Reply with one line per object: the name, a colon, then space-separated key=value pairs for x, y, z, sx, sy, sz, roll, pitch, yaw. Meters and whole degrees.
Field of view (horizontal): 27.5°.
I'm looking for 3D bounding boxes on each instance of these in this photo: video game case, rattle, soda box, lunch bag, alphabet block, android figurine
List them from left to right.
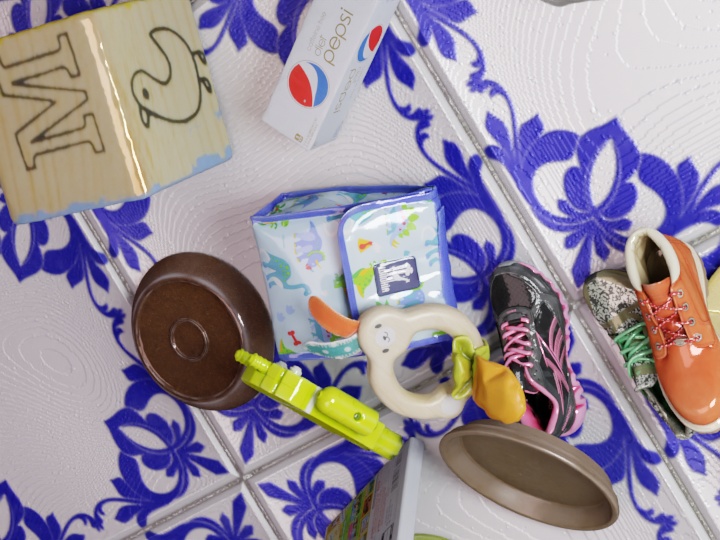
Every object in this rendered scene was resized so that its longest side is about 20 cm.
alphabet block: x=-0.287 y=-0.181 z=1.619 sx=0.196 sy=0.195 sz=0.200 roll=-10 pitch=103 yaw=28
android figurine: x=-0.050 y=0.144 z=1.619 sx=0.200 sy=0.182 sz=0.041 roll=33 pitch=81 yaw=-19
soda box: x=-0.028 y=-0.229 z=1.542 sx=0.068 sy=0.064 sz=0.200 roll=34 pitch=118 yaw=14
lunch bag: x=0.000 y=0.000 z=1.573 sx=0.200 sy=0.127 sz=0.170 roll=-4 pitch=107 yaw=18
video game case: x=0.006 y=0.305 z=1.628 sx=0.023 sy=0.200 sz=0.182 roll=32 pitch=121 yaw=-13
rattle: x=0.047 y=0.097 z=1.478 sx=0.200 sy=0.143 sz=0.130 roll=28 pitch=115 yaw=-24

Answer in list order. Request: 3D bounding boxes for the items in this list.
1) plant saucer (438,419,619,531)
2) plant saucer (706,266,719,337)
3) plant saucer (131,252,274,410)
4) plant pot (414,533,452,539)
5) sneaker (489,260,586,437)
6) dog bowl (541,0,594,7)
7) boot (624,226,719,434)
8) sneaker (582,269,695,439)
plant saucer: x=0.179 y=0.212 z=1.543 sx=0.200 sy=0.029 sz=0.200 roll=21 pitch=153 yaw=11
plant saucer: x=0.420 y=0.035 z=1.362 sx=0.200 sy=0.048 sz=0.200 roll=-58 pitch=40 yaw=29
plant saucer: x=-0.196 y=0.078 z=1.749 sx=0.200 sy=0.034 sz=0.201 roll=8 pitch=110 yaw=24
plant pot: x=0.050 y=0.427 z=1.645 sx=0.200 sy=0.190 sz=0.200 roll=9 pitch=111 yaw=24
sneaker: x=0.175 y=0.089 z=1.524 sx=0.079 sy=0.095 sz=0.200 roll=-15 pitch=98 yaw=32
dog bowl: x=0.216 y=-0.347 z=1.379 sx=0.200 sy=0.059 sz=0.200 roll=9 pitch=111 yaw=25
boot: x=0.296 y=0.054 z=1.390 sx=0.075 sy=0.107 sz=0.200 roll=-21 pitch=64 yaw=22
sneaker: x=0.289 y=0.085 z=1.466 sx=0.077 sy=0.089 sz=0.200 roll=-41 pitch=85 yaw=32
